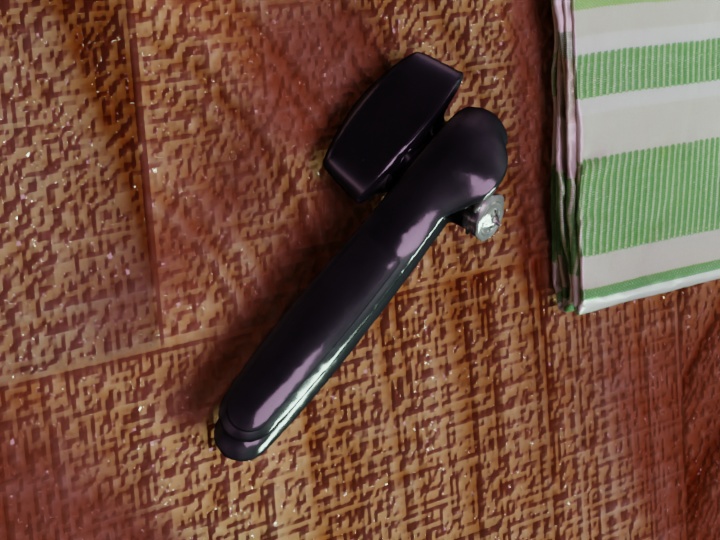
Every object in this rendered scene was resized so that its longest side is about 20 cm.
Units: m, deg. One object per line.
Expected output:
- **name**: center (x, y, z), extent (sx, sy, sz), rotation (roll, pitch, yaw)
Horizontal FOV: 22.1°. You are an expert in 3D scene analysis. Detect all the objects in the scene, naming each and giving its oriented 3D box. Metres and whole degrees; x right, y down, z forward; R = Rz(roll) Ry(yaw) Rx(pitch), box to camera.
- **can opener**: center (0.000, 0.000, 0.796), extent (0.200, 0.078, 0.063), rotation (-56, 165, -18)
- **towel**: center (0.147, -0.087, 0.932), extent (0.152, 0.023, 0.201), rotation (-11, 101, -41)
